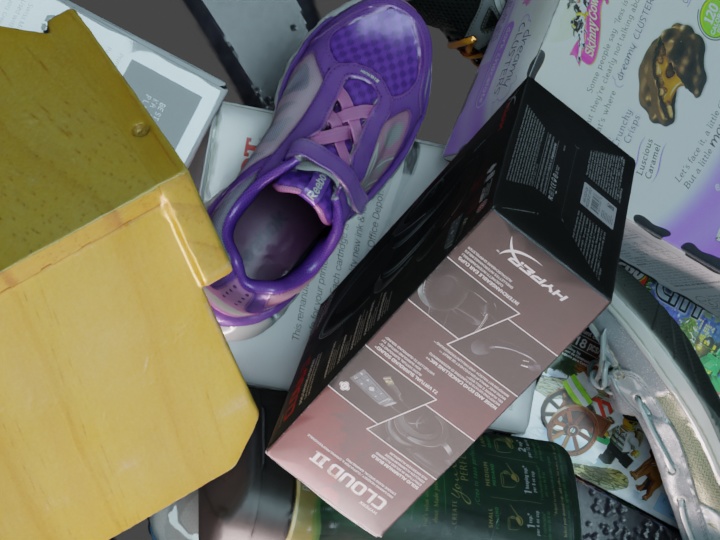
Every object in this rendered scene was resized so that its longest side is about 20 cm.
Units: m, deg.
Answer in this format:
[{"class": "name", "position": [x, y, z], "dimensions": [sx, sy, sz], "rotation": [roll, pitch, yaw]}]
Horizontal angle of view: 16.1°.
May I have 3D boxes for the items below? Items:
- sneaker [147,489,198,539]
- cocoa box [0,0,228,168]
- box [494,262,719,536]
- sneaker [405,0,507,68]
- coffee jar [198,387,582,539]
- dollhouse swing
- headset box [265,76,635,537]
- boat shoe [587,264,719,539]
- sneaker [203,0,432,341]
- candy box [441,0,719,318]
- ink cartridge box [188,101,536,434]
[{"class": "sneaker", "position": [-0.023, 0.169, 1.383], "dimensions": [0.199, 0.087, 0.075], "rotation": [30, 86, -8]}, {"class": "cocoa box", "position": [-0.177, -0.035, 1.329], "dimensions": [0.133, 0.131, 0.201], "rotation": [28, 85, -10]}, {"class": "box", "position": [0.194, 0.080, 1.452], "dimensions": [0.199, 0.038, 0.137], "rotation": [28, 84, -10]}, {"class": "sneaker", "position": [0.097, -0.124, 1.417], "dimensions": [0.199, 0.078, 0.078], "rotation": [18, 91, -12]}, {"class": "coffee jar", "position": [0.012, 0.127, 1.339], "dimensions": [0.199, 0.085, 0.105], "rotation": [13, 44, -15]}, {"class": "dollhouse swing", "position": [-0.172, 0.019, 1.245], "dimensions": [0.199, 0.176, 0.182], "rotation": [-30, 54, -9]}, {"class": "headset box", "position": [0.040, 0.023, 1.247], "dimensions": [0.077, 0.149, 0.200], "rotation": [38, 119, -10]}, {"class": "boat shoe", "position": [0.166, 0.085, 1.392], "dimensions": [0.065, 0.074, 0.202], "rotation": [-30, 104, 13]}, {"class": "sneaker", "position": [-0.021, -0.054, 1.299], "dimensions": [0.080, 0.088, 0.201], "rotation": [34, 80, -7]}, {"class": "candy box", "position": [0.166, -0.092, 1.363], "dimensions": [0.200, 0.071, 0.168], "rotation": [29, 75, -21]}, {"class": "ink cartridge box", "position": [0.000, 0.000, 1.389], "dimensions": [0.199, 0.086, 0.147], "rotation": [11, 87, -10]}]
